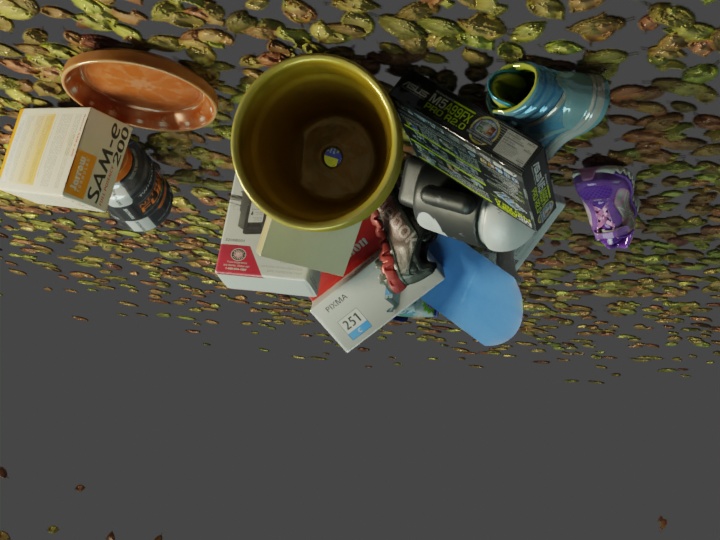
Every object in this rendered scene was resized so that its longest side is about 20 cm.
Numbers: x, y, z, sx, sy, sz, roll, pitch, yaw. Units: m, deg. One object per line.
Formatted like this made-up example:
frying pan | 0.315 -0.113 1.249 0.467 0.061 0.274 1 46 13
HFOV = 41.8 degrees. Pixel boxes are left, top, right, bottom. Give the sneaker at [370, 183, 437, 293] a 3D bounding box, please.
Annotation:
sneaker | 0.060 -0.072 1.377 0.097 0.202 0.071 -15 174 17

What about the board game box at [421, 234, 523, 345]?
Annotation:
board game box | 0.176 0.021 1.473 0.199 0.039 0.159 36 138 17

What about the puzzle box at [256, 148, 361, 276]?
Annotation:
puzzle box | -0.053 -0.101 1.310 0.132 0.202 0.025 15 -168 -24

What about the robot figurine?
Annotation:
robot figurine | 0.151 -0.102 1.286 0.199 0.151 0.125 21 147 30

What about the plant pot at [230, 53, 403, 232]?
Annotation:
plant pot | -0.043 -0.146 1.159 0.199 0.203 0.189 5 -179 5

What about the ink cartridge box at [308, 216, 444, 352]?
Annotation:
ink cartridge box | 0.000 0.000 1.453 0.176 0.200 0.045 49 -167 -12

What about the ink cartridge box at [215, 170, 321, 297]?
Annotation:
ink cartridge box | -0.125 -0.073 1.419 0.144 0.202 0.083 5 162 11

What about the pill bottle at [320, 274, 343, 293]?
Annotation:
pill bottle | -0.107 -0.043 1.533 0.200 0.113 0.112 38 164 3

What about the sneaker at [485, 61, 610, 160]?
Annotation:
sneaker | 0.184 -0.183 1.110 0.129 0.080 0.200 11 155 -22

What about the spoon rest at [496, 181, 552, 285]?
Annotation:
spoon rest | 0.232 -0.071 1.423 0.098 0.061 0.201 -1 129 -7

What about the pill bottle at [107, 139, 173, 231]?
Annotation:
pill bottle | -0.365 -0.139 1.460 0.105 0.107 0.200 5 165 6

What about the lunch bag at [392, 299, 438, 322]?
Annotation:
lunch bag | 0.045 0.030 1.889 0.169 0.129 0.200 12 177 -28

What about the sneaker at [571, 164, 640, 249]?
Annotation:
sneaker | 0.358 -0.087 1.362 0.080 0.089 0.200 0 162 28

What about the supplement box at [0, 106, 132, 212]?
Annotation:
supplement box | -0.417 -0.156 1.318 0.199 0.127 0.073 10 170 44

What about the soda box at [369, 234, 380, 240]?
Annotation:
soda box | 0.038 -0.020 1.562 0.067 0.064 0.201 6 147 19

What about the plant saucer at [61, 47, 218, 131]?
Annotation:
plant saucer | -0.282 -0.235 1.216 0.198 0.033 0.200 6 165 2

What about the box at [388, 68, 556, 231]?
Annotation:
box | 0.136 -0.143 1.131 0.199 0.044 0.160 36 173 27

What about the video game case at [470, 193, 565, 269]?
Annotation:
video game case | 0.195 -0.062 1.481 0.181 0.022 0.201 12 135 -19
